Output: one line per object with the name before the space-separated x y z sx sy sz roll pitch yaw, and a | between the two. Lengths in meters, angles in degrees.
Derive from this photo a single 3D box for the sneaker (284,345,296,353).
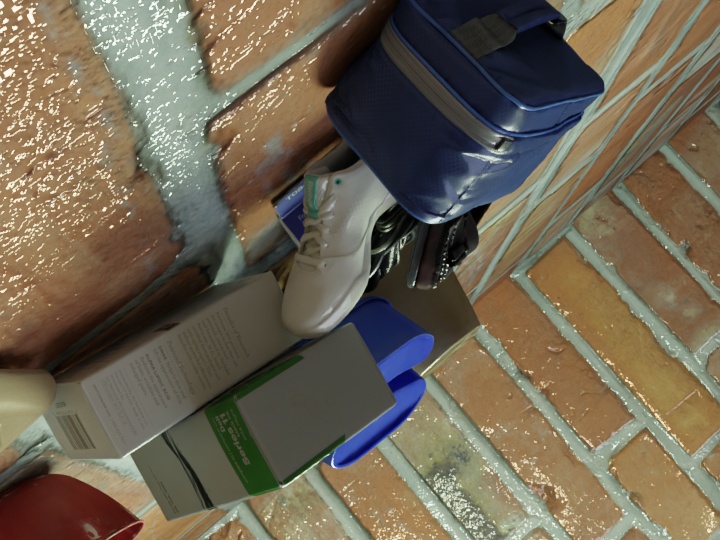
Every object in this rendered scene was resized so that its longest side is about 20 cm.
sneaker | -0.143 0.085 1.055 0.199 0.088 0.074 -19 -159 -21

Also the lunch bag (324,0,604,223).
lunch bag | 0.090 -0.137 0.721 0.132 0.136 0.200 -48 168 35

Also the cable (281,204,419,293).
cable | 0.000 0.000 0.980 0.200 0.051 0.163 -43 168 23

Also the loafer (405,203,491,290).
loafer | 0.088 -0.046 0.894 0.200 0.063 0.072 -67 172 -55

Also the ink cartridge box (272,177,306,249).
ink cartridge box | 0.015 -0.085 0.931 0.196 0.043 0.200 -40 171 -3

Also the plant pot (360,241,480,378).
plant pot | 0.050 0.042 1.215 0.200 0.174 0.200 -39 168 -10

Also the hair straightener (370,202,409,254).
hair straightener | 0.046 -0.083 0.845 0.200 0.041 0.077 -43 -152 6

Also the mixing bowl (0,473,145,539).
mixing bowl | -0.332 0.280 0.997 0.200 0.109 0.200 -39 170 -8

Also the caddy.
caddy | -0.013 0.112 1.035 0.200 0.105 0.142 -31 140 -41

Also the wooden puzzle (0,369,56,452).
wooden puzzle | -0.317 0.135 0.651 0.200 0.046 0.185 -46 170 2

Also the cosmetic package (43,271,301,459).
cosmetic package | -0.157 0.077 0.815 0.200 0.074 0.101 -34 -166 -39

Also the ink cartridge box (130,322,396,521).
ink cartridge box | -0.090 0.134 0.845 0.146 0.083 0.200 -30 -179 -43

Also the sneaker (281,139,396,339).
sneaker | -0.025 -0.044 0.805 0.088 0.075 0.201 34 80 -52
